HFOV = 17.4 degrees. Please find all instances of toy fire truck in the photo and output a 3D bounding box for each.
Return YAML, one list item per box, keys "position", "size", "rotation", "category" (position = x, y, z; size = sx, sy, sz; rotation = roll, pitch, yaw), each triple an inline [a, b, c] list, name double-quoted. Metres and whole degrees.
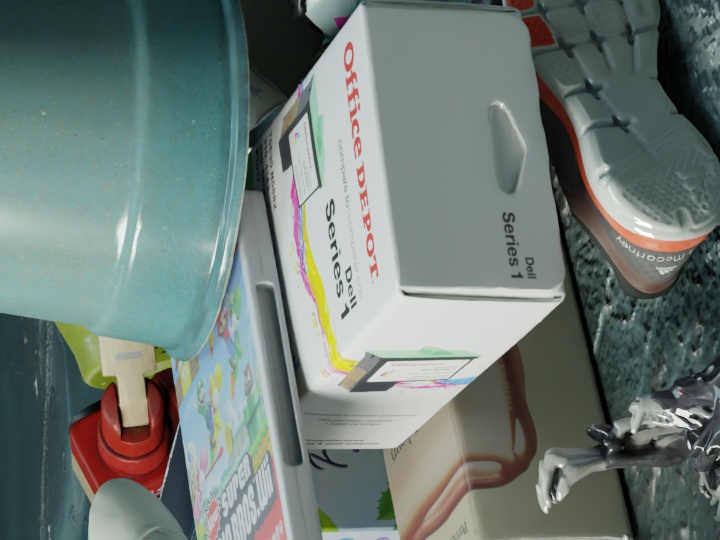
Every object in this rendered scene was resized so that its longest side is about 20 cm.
- position: [-0.102, 0.060, 1.476]
  size: [0.129, 0.175, 0.200]
  rotation: [59, 163, 22]
  category: "toy fire truck"

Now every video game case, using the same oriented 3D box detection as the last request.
- position: [-0.058, 0.084, 1.136]
  size: [0.143, 0.017, 0.201]
  rotation: [119, 146, -54]
  category: "video game case"

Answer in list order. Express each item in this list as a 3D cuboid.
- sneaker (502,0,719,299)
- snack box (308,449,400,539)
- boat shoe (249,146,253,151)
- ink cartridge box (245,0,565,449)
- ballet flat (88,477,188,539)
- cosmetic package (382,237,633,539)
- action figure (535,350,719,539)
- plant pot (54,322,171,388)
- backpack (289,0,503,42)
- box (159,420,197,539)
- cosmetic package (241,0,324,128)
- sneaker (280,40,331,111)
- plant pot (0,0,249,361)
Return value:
- position: [0.106, -0.070, 1.098]
  size: [0.082, 0.076, 0.201]
  rotation: [101, 160, -49]
  category: "sneaker"
- position: [-0.021, 0.084, 1.361]
  size: [0.053, 0.141, 0.201]
  rotation: [109, 153, -44]
  category: "snack box"
- position: [0.000, 0.000, 1.351]
  size: [0.200, 0.059, 0.072]
  rotation: [41, 111, 22]
  category: "boat shoe"
- position: [0.010, -0.017, 1.105]
  size: [0.200, 0.083, 0.146]
  rotation: [133, 134, -58]
  category: "ink cartridge box"
- position: [-0.101, 0.206, 1.287]
  size: [0.069, 0.069, 0.202]
  rotation: [136, 128, -64]
  category: "ballet flat"
- position: [0.062, 0.067, 1.198]
  size: [0.104, 0.087, 0.201]
  rotation: [120, 145, -52]
  category: "cosmetic package"
- position: [0.130, 0.112, 0.985]
  size: [0.119, 0.101, 0.202]
  rotation: [-108, 22, -69]
  category: "action figure"
- position: [-0.170, -0.021, 1.763]
  size: [0.200, 0.199, 0.194]
  rotation: [135, 120, -64]
  category: "plant pot"
- position: [0.024, -0.184, 1.194]
  size: [0.200, 0.125, 0.168]
  rotation: [-54, -39, -76]
  category: "backpack"
- position: [-0.028, 0.183, 1.375]
  size: [0.105, 0.147, 0.201]
  rotation: [108, 154, -42]
  category: "box"
- position: [-0.053, -0.182, 1.354]
  size: [0.103, 0.087, 0.201]
  rotation: [-27, 31, 54]
  category: "cosmetic package"
- position: [-0.008, -0.082, 1.435]
  size: [0.076, 0.092, 0.200]
  rotation: [51, 125, 12]
  category: "sneaker"
- position: [-0.172, -0.061, 1.161]
  size: [0.200, 0.194, 0.202]
  rotation: [-176, 90, -72]
  category: "plant pot"
